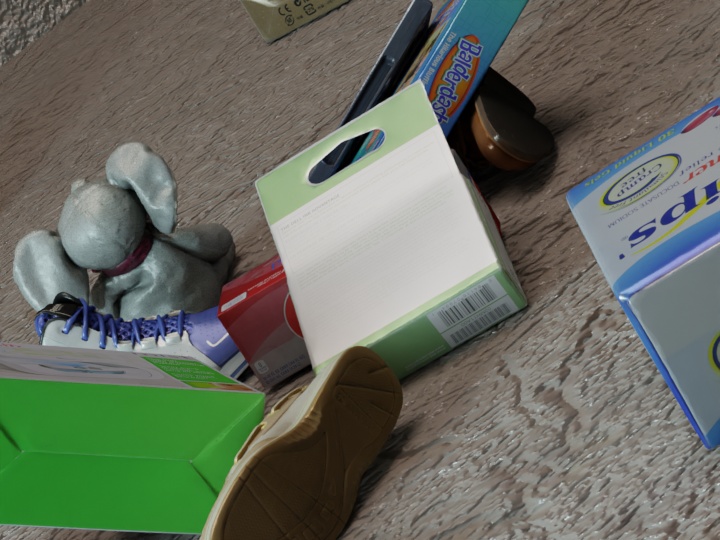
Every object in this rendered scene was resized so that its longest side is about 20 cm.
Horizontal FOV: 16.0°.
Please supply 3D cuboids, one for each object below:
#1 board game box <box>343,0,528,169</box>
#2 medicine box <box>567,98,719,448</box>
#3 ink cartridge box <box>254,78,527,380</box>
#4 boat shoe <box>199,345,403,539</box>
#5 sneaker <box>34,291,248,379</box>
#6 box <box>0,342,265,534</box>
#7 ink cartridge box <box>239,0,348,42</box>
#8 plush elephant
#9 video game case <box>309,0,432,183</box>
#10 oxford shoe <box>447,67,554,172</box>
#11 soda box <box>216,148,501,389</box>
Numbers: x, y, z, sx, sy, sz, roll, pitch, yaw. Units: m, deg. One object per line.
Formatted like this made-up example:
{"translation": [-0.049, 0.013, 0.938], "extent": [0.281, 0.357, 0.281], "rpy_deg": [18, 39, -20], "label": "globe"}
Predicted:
{"translation": [0.048, -0.127, 1.942], "extent": [0.201, 0.045, 0.152], "rpy_deg": [-60, 6, -13], "label": "board game box"}
{"translation": [0.223, -0.022, 1.369], "extent": [0.182, 0.103, 0.200], "rpy_deg": [-32, 16, 6], "label": "medicine box"}
{"translation": [0.017, -0.020, 1.730], "extent": [0.145, 0.048, 0.201], "rpy_deg": [-31, 42, 11], "label": "ink cartridge box"}
{"translation": [-0.043, 0.128, 1.546], "extent": [0.069, 0.074, 0.200], "rpy_deg": [-34, 11, 45], "label": "boat shoe"}
{"translation": [-0.179, 0.061, 1.889], "extent": [0.199, 0.115, 0.081], "rpy_deg": [-29, 18, 14], "label": "sneaker"}
{"translation": [-0.182, 0.106, 1.636], "extent": [0.199, 0.097, 0.176], "rpy_deg": [5, 5, -19], "label": "box"}
{"translation": [-0.023, -0.350, 2.820], "extent": [0.199, 0.075, 0.165], "rpy_deg": [-26, 19, 26], "label": "ink cartridge box"}
{"translation": [-0.190, -0.014, 2.047], "extent": [0.164, 0.155, 0.200], "rpy_deg": [-34, 16, -3], "label": "plush elephant"}
{"translation": [-0.002, -0.115, 2.010], "extent": [0.201, 0.019, 0.143], "rpy_deg": [-60, -2, -4], "label": "video game case"}
{"translation": [0.098, -0.099, 1.935], "extent": [0.071, 0.071, 0.200], "rpy_deg": [-51, 9, 10], "label": "oxford shoe"}
{"translation": [0.000, 0.000, 1.804], "extent": [0.199, 0.070, 0.063], "rpy_deg": [-30, 16, 12], "label": "soda box"}
